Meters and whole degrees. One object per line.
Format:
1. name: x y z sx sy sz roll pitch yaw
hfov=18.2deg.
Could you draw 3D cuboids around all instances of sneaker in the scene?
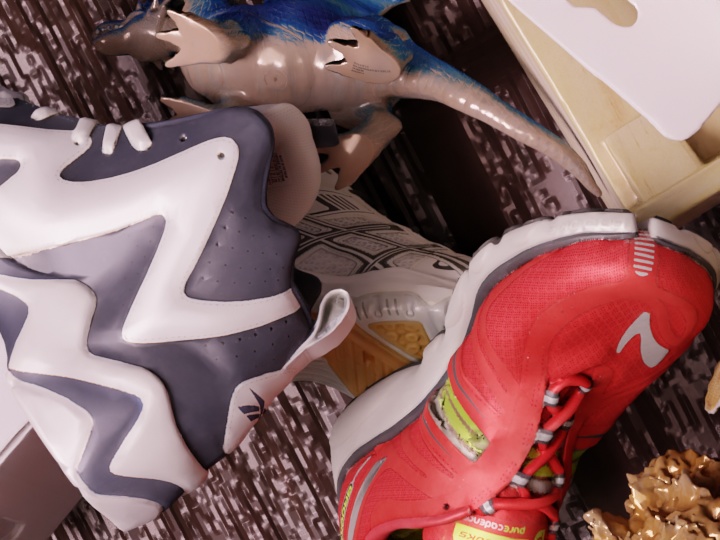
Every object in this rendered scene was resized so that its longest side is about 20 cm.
1. sneaker: 0.053 0.055 0.708 0.077 0.085 0.200 14 142 -19
2. sneaker: 0.000 0.000 0.785 0.199 0.088 0.076 8 141 1
3. sneaker: -0.077 -0.031 0.720 0.129 0.080 0.200 -33 65 -4

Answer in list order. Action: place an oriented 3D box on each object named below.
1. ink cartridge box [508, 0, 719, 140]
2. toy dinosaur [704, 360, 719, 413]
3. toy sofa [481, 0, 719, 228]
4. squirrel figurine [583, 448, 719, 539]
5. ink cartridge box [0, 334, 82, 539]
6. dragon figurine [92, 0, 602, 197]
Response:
1. ink cartridge box: 0.119 -0.148 0.643 0.116 0.067 0.200 40 90 2
2. toy dinosaur: 0.128 -0.004 0.657 0.058 0.200 0.101 30 104 5
3. toy sofa: 0.074 -0.113 0.727 0.083 0.098 0.201 -31 88 4
4. squirrel figurine: 0.160 0.133 0.680 0.200 0.142 0.187 38 84 30
5. ink cartridge box: -0.189 0.016 0.830 0.200 0.145 0.084 41 86 10
6. dragon figurine: -0.008 -0.077 0.770 0.199 0.100 0.059 7 121 14
